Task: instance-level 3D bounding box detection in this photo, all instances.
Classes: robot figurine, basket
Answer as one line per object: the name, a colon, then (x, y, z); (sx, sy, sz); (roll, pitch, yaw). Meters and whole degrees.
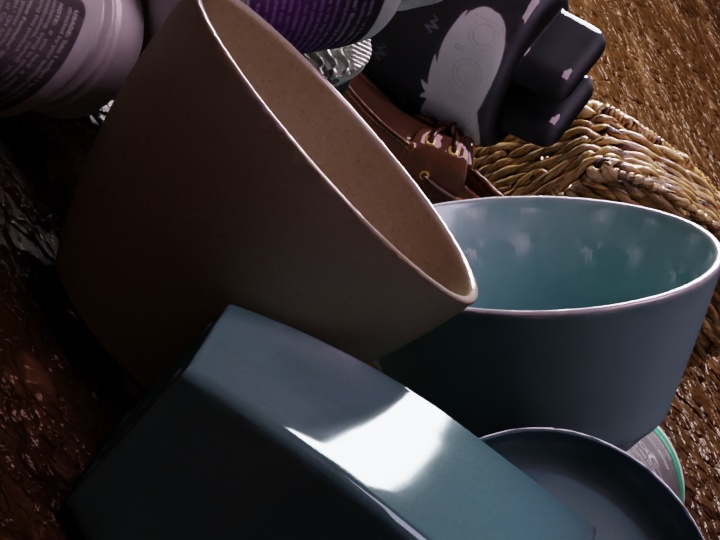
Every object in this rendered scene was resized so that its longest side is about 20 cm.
robot figurine: (0.060, -0.160, 1.836); (0.199, 0.151, 0.125); (27, 9, 15)
basket: (0.181, -0.037, 1.947); (0.200, 0.142, 0.149); (42, 23, -31)

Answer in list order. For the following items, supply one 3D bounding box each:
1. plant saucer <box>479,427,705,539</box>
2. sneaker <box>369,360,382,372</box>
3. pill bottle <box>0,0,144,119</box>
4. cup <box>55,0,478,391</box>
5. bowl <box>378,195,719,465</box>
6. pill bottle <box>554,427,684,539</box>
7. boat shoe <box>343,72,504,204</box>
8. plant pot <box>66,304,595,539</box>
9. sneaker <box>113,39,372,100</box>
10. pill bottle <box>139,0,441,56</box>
plant saucer: (0.090, 0.179, 1.380); (0.200, 0.200, 0.027); (52, -23, -5)
sneaker: (0.000, 0.000, 1.560); (0.200, 0.082, 0.078); (42, 22, -29)
pill bottle: (-0.191, -0.135, 1.306); (0.200, 0.111, 0.111); (22, 36, -56)
cup: (-0.061, -0.016, 1.334); (0.200, 0.143, 0.200); (46, 11, -12)
bowl: (0.092, 0.038, 1.466); (0.201, 0.199, 0.106); (-61, 151, -69)
pill bottle: (0.106, 0.140, 1.523); (0.113, 0.113, 0.200); (54, 20, 3)
boat shoe: (0.043, -0.070, 1.798); (0.200, 0.067, 0.072); (47, 20, -17)
plant pot: (-0.021, 0.123, 1.233); (0.200, 0.141, 0.141); (41, 21, -6)
sneaker: (-0.099, -0.100, 1.517); (0.199, 0.100, 0.070); (2, 57, -27)
pill bottle: (-0.045, -0.167, 1.450); (0.199, 0.112, 0.112); (-13, 64, -35)
